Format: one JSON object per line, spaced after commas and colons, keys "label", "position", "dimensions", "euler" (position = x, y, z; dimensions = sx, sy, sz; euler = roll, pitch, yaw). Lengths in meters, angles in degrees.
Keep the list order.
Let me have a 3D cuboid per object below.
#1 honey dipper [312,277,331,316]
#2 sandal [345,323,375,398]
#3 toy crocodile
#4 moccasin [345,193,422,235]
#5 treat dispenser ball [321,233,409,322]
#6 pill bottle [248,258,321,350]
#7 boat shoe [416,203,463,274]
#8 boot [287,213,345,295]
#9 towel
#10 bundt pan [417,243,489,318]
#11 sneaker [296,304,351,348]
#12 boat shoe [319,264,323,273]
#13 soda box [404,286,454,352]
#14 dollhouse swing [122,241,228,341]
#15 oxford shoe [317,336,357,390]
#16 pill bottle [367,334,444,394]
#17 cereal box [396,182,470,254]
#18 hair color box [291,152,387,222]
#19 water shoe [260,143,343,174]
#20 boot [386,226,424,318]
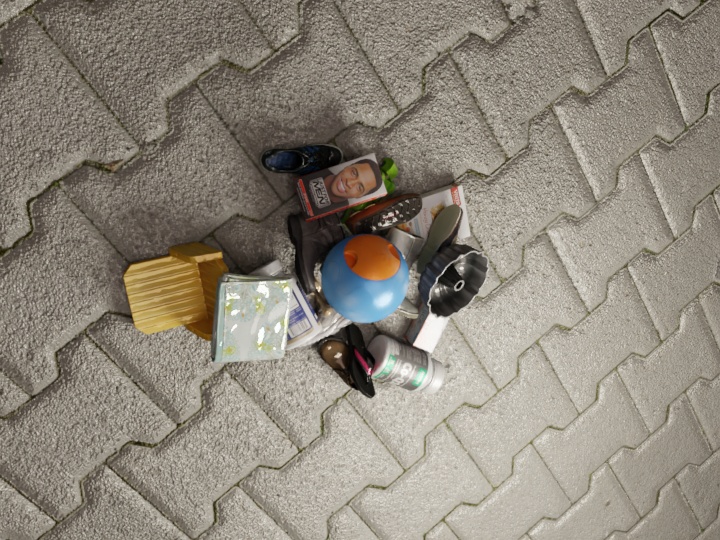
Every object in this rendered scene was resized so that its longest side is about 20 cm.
{"label": "honey dipper", "position": [-0.101, 0.062, 1.506], "dimensions": [0.038, 0.200, 0.038], "euler": [-5, 111, -13]}
{"label": "sandal", "position": [0.006, 0.222, 1.609], "dimensions": [0.045, 0.201, 0.075], "euler": [-27, 150, 27]}
{"label": "toy crocodile", "position": [0.022, -0.187, 1.559], "dimensions": [0.200, 0.062, 0.067], "euler": [-53, 142, 6]}
{"label": "moccasin", "position": [0.058, -0.137, 1.534], "dimensions": [0.201, 0.078, 0.074], "euler": [-28, 125, -15]}
{"label": "treat dispenser ball", "position": [0.011, 0.018, 1.449], "dimensions": [0.199, 0.201, 0.202], "euler": [-6, 108, -19]}
{"label": "pill bottle", "position": [-0.183, 0.077, 1.520], "dimensions": [0.111, 0.111, 0.201], "euler": [-29, 98, -10]}
{"label": "boat shoe", "position": [0.211, -0.072, 1.615], "dimensions": [0.062, 0.071, 0.201], "euler": [14, 108, -36]}
{"label": "boot", "position": [-0.093, -0.049, 1.515], "dimensions": [0.131, 0.070, 0.201], "euler": [-8, 82, -17]}
{"label": "towel", "position": [-0.238, 0.105, 1.409], "dimensions": [0.170, 0.048, 0.201], "euler": [2, 104, -28]}
{"label": "bundt pan", "position": [0.223, 0.017, 1.588], "dimensions": [0.201, 0.076, 0.203], "euler": [-25, 137, -25]}
{"label": "sneaker", "position": [-0.089, 0.127, 1.617], "dimensions": [0.199, 0.075, 0.082], "euler": [-33, 78, -2]}
{"label": "boat shoe", "position": [0.000, 0.000, 1.598], "dimensions": [0.199, 0.071, 0.091], "euler": [-20, 113, -15]}
{"label": "soda box", "position": [0.198, 0.115, 1.711], "dimensions": [0.068, 0.064, 0.201], "euler": [24, 97, -25]}
{"label": "dollhouse swing", "position": [-0.403, 0.061, 1.421], "dimensions": [0.175, 0.181, 0.201], "euler": [-20, 114, -36]}
{"label": "oxford shoe", "position": [-0.038, 0.239, 1.623], "dimensions": [0.073, 0.084, 0.200], "euler": [-41, 129, -1]}
{"label": "pill bottle", "position": [0.117, 0.254, 1.694], "dimensions": [0.199, 0.113, 0.114], "euler": [23, 97, -24]}
{"label": "cereal box", "position": [0.181, -0.128, 1.645], "dimensions": [0.199, 0.040, 0.145], "euler": [-20, 113, -14]}
{"label": "hair color box", "position": [-0.049, -0.191, 1.477], "dimensions": [0.199, 0.061, 0.102], "euler": [-20, 91, -3]}
{"label": "water shoe", "position": [-0.128, -0.249, 1.472], "dimensions": [0.199, 0.079, 0.072], "euler": [-9, 109, -18]}
{"label": "boot", "position": [0.108, 0.007, 1.594], "dimensions": [0.181, 0.072, 0.201], "euler": [23, 89, -35]}
